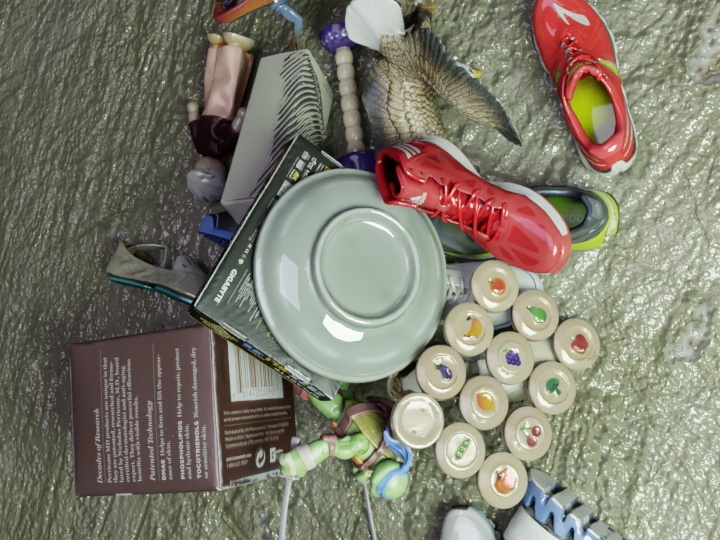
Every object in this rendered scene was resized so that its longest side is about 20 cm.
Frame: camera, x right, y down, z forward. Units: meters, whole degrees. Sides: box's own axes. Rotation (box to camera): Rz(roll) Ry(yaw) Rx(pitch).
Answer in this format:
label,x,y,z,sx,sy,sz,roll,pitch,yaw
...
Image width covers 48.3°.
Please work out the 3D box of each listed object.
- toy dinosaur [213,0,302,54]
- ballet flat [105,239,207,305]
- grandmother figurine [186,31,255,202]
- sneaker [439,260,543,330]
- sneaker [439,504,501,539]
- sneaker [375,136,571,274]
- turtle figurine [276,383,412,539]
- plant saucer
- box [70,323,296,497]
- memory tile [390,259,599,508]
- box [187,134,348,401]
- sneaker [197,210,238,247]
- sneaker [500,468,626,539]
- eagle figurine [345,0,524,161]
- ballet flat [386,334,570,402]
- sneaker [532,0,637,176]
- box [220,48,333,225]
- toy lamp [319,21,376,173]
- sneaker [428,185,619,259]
label,x,y,z,sx,sy,sz,roll,pitch,yaw
toy dinosaur,-0.089,-0.343,0.920,0.177,0.202,0.107,-17,58,-10
ballet flat,-0.239,0.003,0.996,0.196,0.067,0.064,15,81,26
grandmother figurine,-0.174,-0.185,0.991,0.120,0.059,0.206,14,93,54
sneaker,0.087,0.026,0.829,0.195,0.070,0.075,-4,82,25
sneaker,0.105,0.335,0.779,0.073,0.086,0.206,-9,79,26
sneaker,0.089,-0.053,0.733,0.199,0.114,0.080,36,122,33
turtle figurine,-0.039,0.182,0.829,0.196,0.141,0.203,59,140,39
plant saucer,0.000,0.000,0.744,0.050,0.195,0.206,157,115,-68
box,-0.194,0.155,0.899,0.195,0.165,0.169,-10,81,24
memory tile,0.130,0.104,0.760,0.152,0.017,0.202,34,76,-3
box,-0.050,-0.003,0.777,0.158,0.049,0.203,34,71,-14
sneaker,-0.099,-0.056,0.937,0.196,0.070,0.080,11,75,26
sneaker,0.205,0.295,0.745,0.199,0.080,0.117,41,106,31
eagle figurine,0.073,-0.191,0.833,0.147,0.152,0.205,-13,73,3
ballet flat,0.114,0.103,0.811,0.196,0.069,0.071,-13,79,24
sneaker,0.220,-0.193,0.781,0.076,0.085,0.204,-24,75,20
box,-0.088,-0.140,0.889,0.067,0.082,0.204,-4,60,23
toy lamp,-0.009,-0.176,0.907,0.057,0.058,0.206,-11,80,24
sneaker,0.153,-0.055,0.801,0.195,0.081,0.076,-7,81,25
